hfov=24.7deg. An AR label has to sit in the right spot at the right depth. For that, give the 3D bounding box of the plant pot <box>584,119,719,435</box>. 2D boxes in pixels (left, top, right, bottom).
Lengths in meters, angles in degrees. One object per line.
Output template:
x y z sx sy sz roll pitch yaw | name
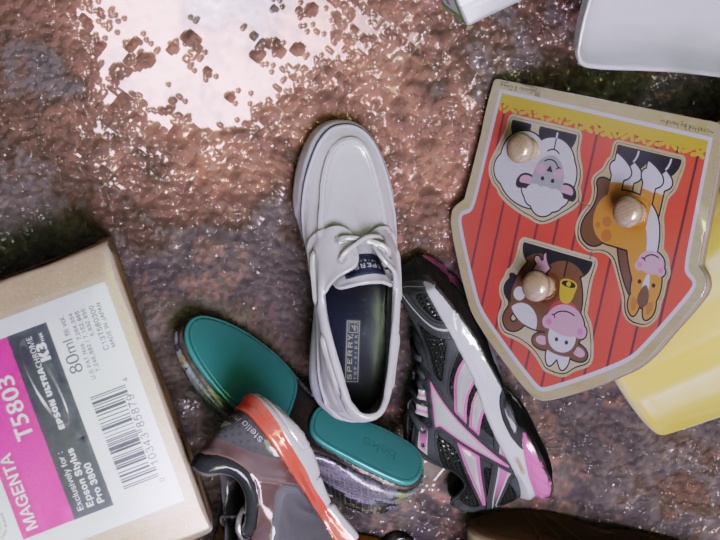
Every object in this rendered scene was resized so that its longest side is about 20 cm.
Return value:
0.252 0.009 1.108 0.188 0.201 0.201 -31 113 17 | plant pot

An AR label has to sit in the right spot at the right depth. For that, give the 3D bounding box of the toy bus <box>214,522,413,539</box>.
-0.010 0.230 1.181 0.198 0.065 0.079 14 106 -17 | toy bus

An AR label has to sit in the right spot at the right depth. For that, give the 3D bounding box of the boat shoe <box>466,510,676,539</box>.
0.167 0.225 1.214 0.198 0.073 0.063 13 103 -17 | boat shoe

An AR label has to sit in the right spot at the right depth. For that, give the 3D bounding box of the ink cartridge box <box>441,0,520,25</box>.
0.071 -0.269 1.032 0.103 0.059 0.201 -25 112 -3 | ink cartridge box

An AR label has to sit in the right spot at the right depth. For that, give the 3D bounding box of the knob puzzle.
0.135 -0.012 1.070 0.030 0.219 0.222 0 114 -53 | knob puzzle

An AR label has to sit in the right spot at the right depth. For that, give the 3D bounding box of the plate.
0.219 -0.228 1.062 0.199 0.032 0.202 -3 111 -40 | plate

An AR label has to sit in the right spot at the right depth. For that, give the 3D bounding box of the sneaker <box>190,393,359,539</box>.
-0.052 0.179 1.069 0.082 0.077 0.201 -36 111 -23 | sneaker

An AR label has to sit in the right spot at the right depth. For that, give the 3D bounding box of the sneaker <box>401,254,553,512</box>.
0.062 0.091 1.146 0.086 0.080 0.201 -24 106 8 | sneaker

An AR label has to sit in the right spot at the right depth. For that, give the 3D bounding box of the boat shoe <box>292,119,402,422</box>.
0.000 0.000 1.083 0.073 0.065 0.202 -7 93 -18 | boat shoe

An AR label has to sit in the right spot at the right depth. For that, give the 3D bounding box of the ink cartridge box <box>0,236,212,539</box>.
-0.203 0.099 1.061 0.163 0.075 0.202 -21 96 -5 | ink cartridge box

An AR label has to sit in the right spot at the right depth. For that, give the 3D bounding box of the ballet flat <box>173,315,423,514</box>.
-0.052 0.108 1.127 0.199 0.072 0.072 33 99 -8 | ballet flat
